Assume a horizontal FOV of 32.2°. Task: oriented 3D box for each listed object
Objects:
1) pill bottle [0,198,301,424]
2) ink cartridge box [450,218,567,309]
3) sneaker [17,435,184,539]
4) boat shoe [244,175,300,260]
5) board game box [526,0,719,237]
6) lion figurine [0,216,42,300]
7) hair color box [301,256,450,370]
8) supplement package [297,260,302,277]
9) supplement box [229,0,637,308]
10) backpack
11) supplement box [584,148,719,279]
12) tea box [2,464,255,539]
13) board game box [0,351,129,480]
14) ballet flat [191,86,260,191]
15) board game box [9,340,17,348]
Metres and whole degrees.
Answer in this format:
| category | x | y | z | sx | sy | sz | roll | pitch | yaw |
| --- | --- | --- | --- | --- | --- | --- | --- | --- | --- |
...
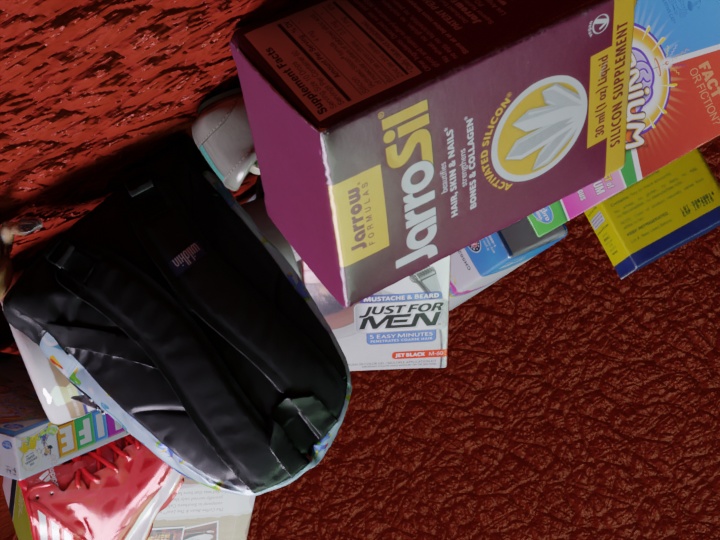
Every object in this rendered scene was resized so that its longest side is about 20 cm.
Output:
| category | x | y | z | sx | sy | sz | roll | pitch | yaw |
| --- | --- | --- | --- | --- | --- | --- | --- | --- | --- |
| pill bottle | -0.147 | 0.021 | 0.891 | 0.199 | 0.112 | 0.111 | -23 | 172 | -15 |
| ink cartridge box | 0.079 | -0.047 | 1.181 | 0.084 | 0.145 | 0.200 | -23 | 171 | -35 |
| sneaker | -0.215 | 0.163 | 1.037 | 0.115 | 0.201 | 0.078 | 17 | -168 | -29 |
| boat shoe | -0.044 | -0.064 | 0.961 | 0.200 | 0.071 | 0.071 | -30 | 152 | 27 |
| board game box | 0.180 | -0.139 | 0.908 | 0.199 | 0.154 | 0.040 | -30 | -155 | 8 |
| lion figurine | -0.257 | 0.029 | 0.732 | 0.199 | 0.073 | 0.122 | -33 | 180 | -1 |
| hair color box | 0.011 | -0.015 | 0.916 | 0.110 | 0.064 | 0.201 | -3 | 132 | 0 |
| supplement package | -0.121 | 0.039 | 1.166 | 0.113 | 0.110 | 0.200 | -23 | 171 | -37 |
| supplement box | 0.044 | -0.093 | 0.693 | 0.199 | 0.103 | 0.132 | -27 | 139 | -17 |
| backpack | -0.095 | 0.048 | 0.784 | 0.163 | 0.200 | 0.154 | -47 | 169 | -17 |
| supplement box | 0.259 | -0.109 | 1.216 | 0.108 | 0.201 | 0.110 | -27 | 173 | 1 |
| tea box | -0.227 | 0.200 | 1.210 | 0.198 | 0.135 | 0.197 | 2 | -158 | -28 |
| board game box | -0.275 | 0.108 | 0.973 | 0.199 | 0.035 | 0.134 | 6 | -163 | 38 |
| ballet flat | -0.007 | -0.105 | 0.768 | 0.199 | 0.064 | 0.067 | -27 | 173 | -18 |
| board game box | -0.211 | 0.022 | 1.046 | 0.199 | 0.030 | 0.095 | -31 | 173 | 41 |
